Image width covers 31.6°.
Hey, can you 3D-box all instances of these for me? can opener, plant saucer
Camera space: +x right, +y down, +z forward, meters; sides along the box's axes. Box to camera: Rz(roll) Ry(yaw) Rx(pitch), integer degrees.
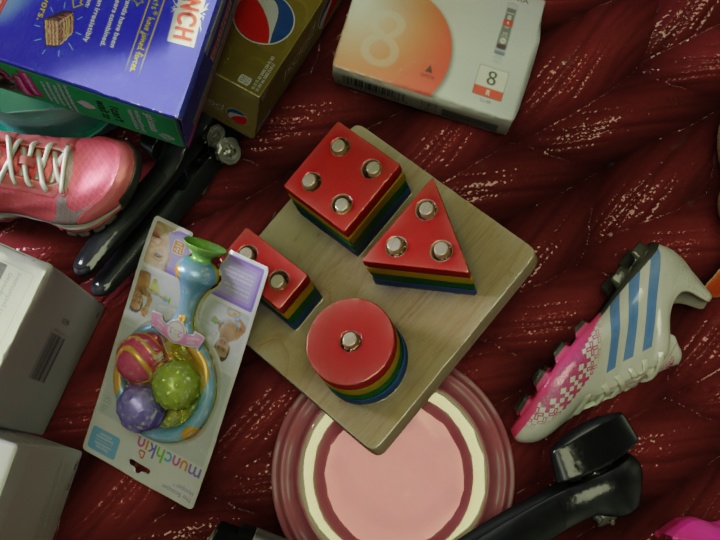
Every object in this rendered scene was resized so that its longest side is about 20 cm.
[{"bbox_3d":[0.137,0.186,0.974,0.198,0.063,0.079,-29,81,-20],"label":"can opener"},{"bbox_3d":[0.026,0.163,1.011,0.197,0.051,0.204,0,81,1],"label":"plant saucer"},{"bbox_3d":[-0.161,-0.063,1.040,0.078,0.063,0.202,12,65,46],"label":"can opener"}]

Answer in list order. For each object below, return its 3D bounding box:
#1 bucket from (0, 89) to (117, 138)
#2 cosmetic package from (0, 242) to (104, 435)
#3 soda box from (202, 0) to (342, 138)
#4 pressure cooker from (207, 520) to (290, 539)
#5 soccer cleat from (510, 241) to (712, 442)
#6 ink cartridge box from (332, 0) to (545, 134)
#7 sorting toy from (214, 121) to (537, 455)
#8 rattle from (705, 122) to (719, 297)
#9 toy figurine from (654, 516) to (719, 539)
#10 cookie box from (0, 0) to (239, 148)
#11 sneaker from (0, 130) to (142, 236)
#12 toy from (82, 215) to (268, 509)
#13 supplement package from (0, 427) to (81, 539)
[{"bbox_3d":[-0.255,-0.204,1.027,0.203,0.135,0.211,0,80,1],"label":"bucket"},{"bbox_3d":[-0.322,0.026,0.957,0.198,0.199,0.124,25,81,4],"label":"cosmetic package"},{"bbox_3d":[-0.066,-0.211,1.036,0.067,0.064,0.202,27,63,4],"label":"soda box"},{"bbox_3d":[-0.077,0.282,0.928,0.197,0.179,0.178,22,92,-1],"label":"pressure cooker"},{"bbox_3d":[0.203,0.070,1.015,0.086,0.070,0.201,38,83,6],"label":"soccer cleat"},{"bbox_3d":[0.079,-0.234,1.076,0.160,0.050,0.203,17,84,3],"label":"ink cartridge box"},{"bbox_3d":[0.000,0.000,0.995,0.198,0.070,0.201,37,81,25],"label":"sorting toy"},{"bbox_3d":[0.347,-0.076,1.008,0.130,0.143,0.201,36,76,-13],"label":"rattle"},{"bbox_3d":[0.239,0.275,0.966,0.182,0.150,0.202,-28,104,-14],"label":"toy figurine"},{"bbox_3d":[-0.192,-0.205,0.921,0.197,0.075,0.174,18,81,2],"label":"cookie box"},{"bbox_3d":[-0.264,-0.073,0.996,0.197,0.087,0.075,-2,73,27],"label":"sneaker"},{"bbox_3d":[-0.154,0.071,0.986,0.114,0.047,0.203,23,97,24],"label":"toy"},{"bbox_3d":[-0.317,0.180,0.932,0.148,0.200,0.154,18,81,3],"label":"supplement package"}]
